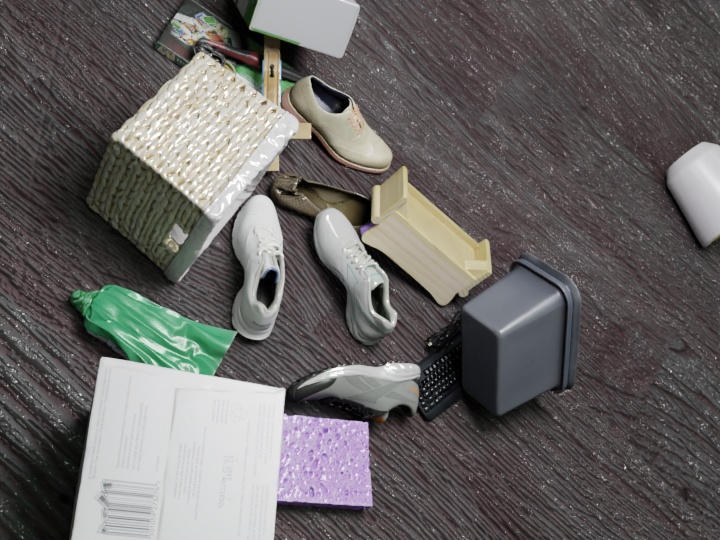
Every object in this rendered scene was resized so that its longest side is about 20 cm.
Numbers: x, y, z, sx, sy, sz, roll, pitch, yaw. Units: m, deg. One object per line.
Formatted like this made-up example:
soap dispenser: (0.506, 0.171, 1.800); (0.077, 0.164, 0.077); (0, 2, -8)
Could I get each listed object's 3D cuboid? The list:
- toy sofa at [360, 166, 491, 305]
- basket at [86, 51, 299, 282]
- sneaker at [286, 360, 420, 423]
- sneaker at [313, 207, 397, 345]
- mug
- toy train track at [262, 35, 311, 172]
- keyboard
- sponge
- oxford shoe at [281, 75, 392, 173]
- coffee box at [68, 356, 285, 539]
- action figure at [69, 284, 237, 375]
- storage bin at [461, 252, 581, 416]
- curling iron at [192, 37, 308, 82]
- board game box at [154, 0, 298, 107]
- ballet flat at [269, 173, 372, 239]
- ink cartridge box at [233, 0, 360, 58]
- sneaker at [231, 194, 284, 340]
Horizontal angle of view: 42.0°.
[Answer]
toy sofa: (0.095, -0.048, 1.375); (0.199, 0.097, 0.083); (38, 31, -24)
basket: (-0.212, -0.132, 1.182); (0.160, 0.198, 0.201); (40, 56, -5)
sneaker: (-0.003, 0.164, 1.248); (0.198, 0.074, 0.080); (1, 76, -28)
sneaker: (0.000, 0.000, 1.305); (0.070, 0.080, 0.202); (-22, 86, -33)
mug: (0.640, -0.144, 1.723); (0.149, 0.187, 0.154); (-35, 77, -3)
toy train track: (-0.128, -0.239, 1.347); (0.113, 0.033, 0.203); (1, 84, -5)
keyboard: (0.142, 0.125, 1.365); (0.199, 0.040, 0.105); (-32, 87, -36)
sponge: (-0.078, 0.242, 1.196); (0.198, 0.030, 0.113); (10, 65, -25)
oxford shoe: (-0.022, -0.214, 1.391); (0.199, 0.074, 0.071); (31, 57, -25)
coffee box: (-0.203, 0.232, 1.014); (0.198, 0.198, 0.202); (10, 65, -14)
action figure: (-0.265, 0.078, 1.148); (0.199, 0.055, 0.119); (31, 59, -6)
storage bin: (0.209, 0.095, 1.319); (0.133, 0.202, 0.145); (-25, 41, -27)
curling iron: (-0.154, -0.295, 1.365); (0.198, 0.025, 0.050); (8, 87, -31)
board game box: (-0.192, -0.306, 1.375); (0.199, 0.023, 0.105); (34, 56, -13)
ballet flat: (-0.036, -0.096, 1.356); (0.198, 0.046, 0.068); (19, 62, -21)
ink cartridge box: (-0.102, -0.397, 1.366); (0.145, 0.085, 0.201); (12, 28, -26)
sneaker: (-0.126, -0.012, 1.245); (0.074, 0.087, 0.202); (6, 65, -24)
